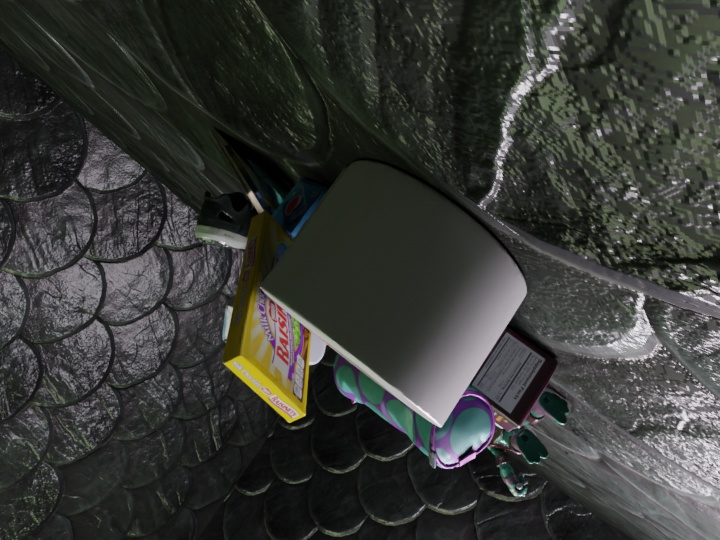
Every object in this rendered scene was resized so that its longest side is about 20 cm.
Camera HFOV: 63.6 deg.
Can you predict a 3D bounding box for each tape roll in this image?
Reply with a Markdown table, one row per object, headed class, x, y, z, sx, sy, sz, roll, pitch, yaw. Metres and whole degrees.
| class | x | y | z | sx | sy | sz | roll | pitch | yaw |
| --- | --- | --- | --- | --- | --- | --- | --- | --- | --- |
| tape roll | 0.028 | 0.022 | 0.520 | 0.201 | 0.140 | 0.203 | 35 | 172 | 6 |

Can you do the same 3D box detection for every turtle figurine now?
| class | x | y | z | sx | sy | sz | roll | pitch | yaw |
| --- | --- | --- | --- | --- | --- | --- | --- | --- | --- |
| turtle figurine | 0.228 | 0.245 | 0.849 | 0.099 | 0.152 | 0.201 | 20 | 155 | 4 |

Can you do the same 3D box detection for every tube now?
| class | x | y | z | sx | sy | sz | roll | pitch | yaw |
| --- | --- | --- | --- | --- | --- | --- | --- | --- | --- |
| tube | -0.101 | -0.081 | 0.835 | 0.077 | 0.050 | 0.201 | 42 | 171 | 26 |

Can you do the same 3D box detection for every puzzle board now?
| class | x | y | z | sx | sy | sz | roll | pitch | yaw |
| --- | --- | --- | --- | --- | --- | --- | --- | --- | --- |
| puzzle board | -0.140 | -0.091 | 0.825 | 0.152 | 0.017 | 0.201 | 56 | 174 | 37 |

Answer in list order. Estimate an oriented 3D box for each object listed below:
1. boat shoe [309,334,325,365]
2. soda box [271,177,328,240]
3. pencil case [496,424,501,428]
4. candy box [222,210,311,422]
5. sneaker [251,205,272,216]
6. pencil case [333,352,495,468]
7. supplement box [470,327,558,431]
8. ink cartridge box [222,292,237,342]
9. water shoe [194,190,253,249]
| class | x | y | z | sx | sy | sz | roll | pitch | yaw |
| --- | --- | --- | --- | --- | --- | --- | --- | --- | --- |
| boat shoe | -0.080 | 0.020 | 0.764 | 0.067 | 0.205 | 0.071 | -4 | 170 | 34 |
| soda box | -0.018 | -0.021 | 0.722 | 0.200 | 0.068 | 0.064 | 44 | 169 | -38 |
| pencil case | 0.136 | 0.126 | 0.792 | 0.198 | 0.092 | 0.083 | 33 | -144 | 12 |
| candy box | -0.085 | 0.039 | 0.586 | 0.103 | 0.026 | 0.202 | 50 | -155 | -36 |
| sneaker | -0.112 | -0.049 | 1.011 | 0.079 | 0.075 | 0.199 | 9 | 158 | 47 |
| pencil case | 0.050 | 0.139 | 0.642 | 0.199 | 0.084 | 0.095 | 23 | 120 | 55 |
| supplement box | 0.122 | 0.094 | 0.692 | 0.198 | 0.086 | 0.111 | 35 | 171 | 17 |
| ink cartridge box | -0.122 | 0.053 | 0.955 | 0.134 | 0.201 | 0.077 | 21 | 125 | 4 |
| water shoe | -0.172 | -0.073 | 0.857 | 0.070 | 0.081 | 0.200 | 10 | -176 | 11 |
